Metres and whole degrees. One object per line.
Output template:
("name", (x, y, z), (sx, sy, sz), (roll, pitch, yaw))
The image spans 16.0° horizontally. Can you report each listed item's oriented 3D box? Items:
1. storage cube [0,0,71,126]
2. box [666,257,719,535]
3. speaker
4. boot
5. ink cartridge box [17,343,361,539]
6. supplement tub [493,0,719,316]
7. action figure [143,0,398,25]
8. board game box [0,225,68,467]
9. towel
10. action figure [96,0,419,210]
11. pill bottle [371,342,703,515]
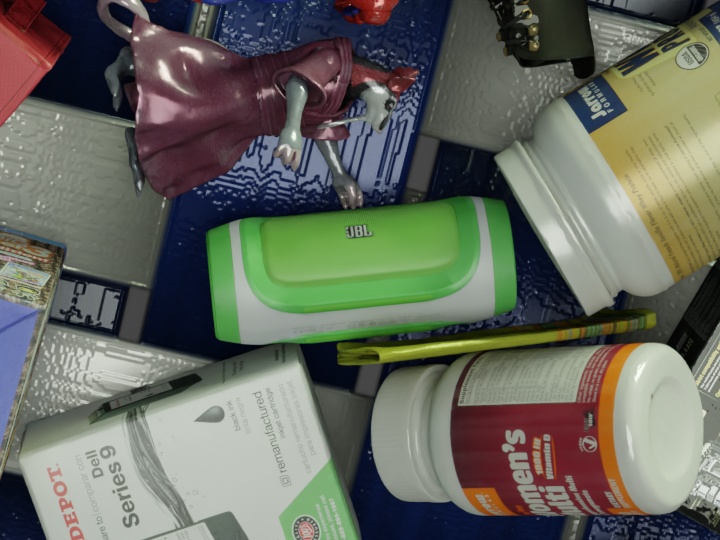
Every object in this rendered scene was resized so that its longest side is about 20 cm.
("storage cube", (-0.308, -0.132, 1.604), (0.180, 0.171, 0.200), (40, 97, -9))
("box", (0.287, 0.086, 1.728), (0.163, 0.086, 0.201), (28, 98, -9))
("speaker", (0.000, 0.000, 1.693), (0.199, 0.088, 0.089), (-6, 102, -3))
("boot", (0.081, -0.192, 1.606), (0.199, 0.077, 0.139), (-3, 87, -40))
("ink cartridge box", (-0.113, 0.149, 1.717), (0.199, 0.084, 0.147), (-19, 102, 1))
("supplement tub", (0.201, -0.073, 1.661), (0.199, 0.144, 0.145), (-31, 102, 3))
("action figure", (-0.034, -0.198, 1.669), (0.199, 0.099, 0.066), (8, 105, 18))
("board game box", (-0.259, 0.063, 1.631), (0.096, 0.200, 0.160), (16, 100, -6))
("towel", (0.089, 0.042, 1.681), (0.199, 0.086, 0.018), (-7, 88, -20))
("action figure", (-0.060, -0.116, 1.674), (0.199, 0.134, 0.150), (-13, 73, -2))
("pill bottle", (0.113, 0.105, 1.670), (0.199, 0.109, 0.110), (-4, 104, 33))
